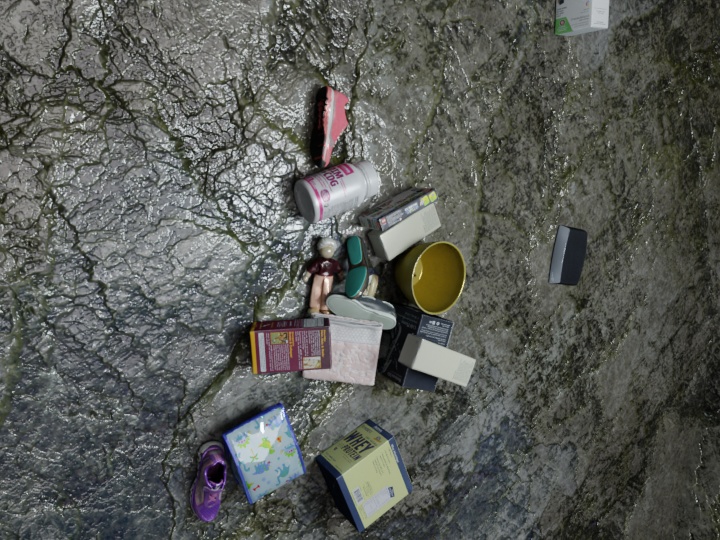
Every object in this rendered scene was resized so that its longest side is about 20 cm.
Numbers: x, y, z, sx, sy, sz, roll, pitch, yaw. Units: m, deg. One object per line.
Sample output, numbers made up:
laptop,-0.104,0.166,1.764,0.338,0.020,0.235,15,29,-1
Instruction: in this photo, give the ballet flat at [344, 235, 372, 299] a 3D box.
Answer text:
ballet flat,0.000,0.000,1.576,0.068,0.067,0.202,47,36,-46

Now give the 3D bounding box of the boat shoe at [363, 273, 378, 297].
boat shoe,-0.012,0.100,1.637,0.071,0.072,0.203,17,93,-15

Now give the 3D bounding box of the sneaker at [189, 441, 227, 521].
sneaker,-0.370,0.534,1.481,0.080,0.088,0.203,3,98,-33

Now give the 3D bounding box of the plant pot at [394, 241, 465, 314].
plant pot,0.177,0.010,1.683,0.198,0.141,0.203,-7,103,-34

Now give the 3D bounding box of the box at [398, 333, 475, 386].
box,0.200,0.234,1.549,0.198,0.068,0.083,25,85,-31

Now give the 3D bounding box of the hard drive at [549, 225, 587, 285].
hard drive,0.724,-0.048,2.068,0.133,0.042,0.203,6,96,-32

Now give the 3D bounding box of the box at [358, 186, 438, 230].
box,0.103,-0.171,1.627,0.199,0.110,0.035,-30,113,-23

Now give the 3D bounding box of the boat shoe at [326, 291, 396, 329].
boat shoe,0.002,0.096,1.578,0.198,0.061,0.076,24,130,-17

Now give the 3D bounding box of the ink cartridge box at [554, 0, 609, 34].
ink cartridge box,0.682,-0.841,1.836,0.083,0.144,0.203,-8,103,-30

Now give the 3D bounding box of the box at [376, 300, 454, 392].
box,0.134,0.206,1.662,0.123,0.199,0.199,14,92,-31

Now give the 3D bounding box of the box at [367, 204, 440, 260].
box,0.124,-0.114,1.666,0.199,0.068,0.083,-32,114,-22

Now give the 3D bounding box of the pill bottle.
pill bottle,-0.059,-0.206,1.519,0.198,0.113,0.115,-25,111,-26

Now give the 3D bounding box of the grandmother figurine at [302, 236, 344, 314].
grandmother figurine,-0.093,0.011,1.573,0.120,0.060,0.203,-3,103,-40

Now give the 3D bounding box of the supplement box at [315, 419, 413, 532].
supplement box,0.013,0.577,1.694,0.198,0.134,0.202,-29,113,-23

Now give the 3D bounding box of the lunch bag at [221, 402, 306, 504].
lunch bag,-0.250,0.453,1.517,0.169,0.127,0.202,-25,121,-25

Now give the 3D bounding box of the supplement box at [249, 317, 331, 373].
supplement box,-0.172,0.187,1.495,0.197,0.086,0.112,-3,102,-4

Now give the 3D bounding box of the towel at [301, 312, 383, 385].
towel,-0.047,0.213,1.582,0.197,0.032,0.194,8,112,-4

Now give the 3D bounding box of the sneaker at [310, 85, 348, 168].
sneaker,-0.069,-0.357,1.509,0.086,0.073,0.203,4,97,-33
